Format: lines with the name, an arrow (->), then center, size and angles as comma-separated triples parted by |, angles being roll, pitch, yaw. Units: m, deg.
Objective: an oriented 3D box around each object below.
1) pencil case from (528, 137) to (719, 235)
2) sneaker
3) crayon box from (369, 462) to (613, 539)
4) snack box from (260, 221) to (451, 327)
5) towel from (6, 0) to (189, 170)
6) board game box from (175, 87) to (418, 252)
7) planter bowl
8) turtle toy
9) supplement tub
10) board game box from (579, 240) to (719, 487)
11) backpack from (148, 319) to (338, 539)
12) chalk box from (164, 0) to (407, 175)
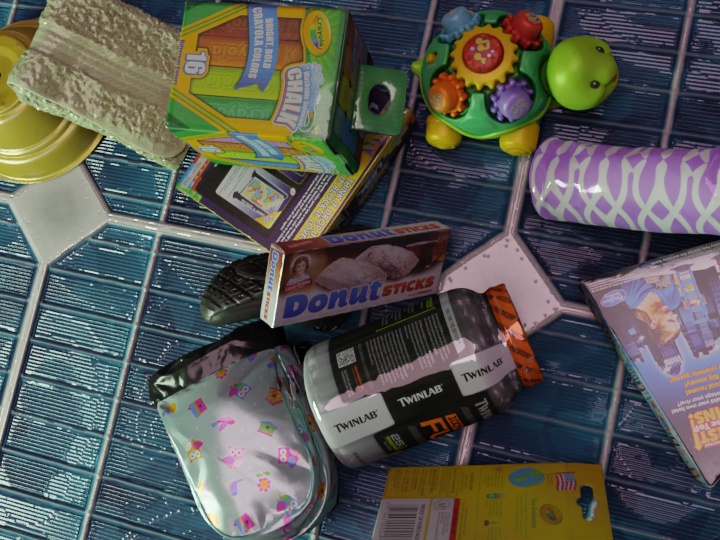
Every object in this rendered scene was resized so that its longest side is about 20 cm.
pencil case -> 0.252, -0.080, 0.793 | 0.200, 0.084, 0.086 | 9, 58, 35
sneaker -> -0.053, 0.024, 0.837 | 0.200, 0.091, 0.076 | -17, 30, -25
crayon box -> 0.116, 0.224, 0.779 | 0.200, 0.127, 0.051 | -4, 109, 13
snack box -> 0.000, 0.000, 0.809 | 0.024, 0.200, 0.072 | 34, 122, 41
towel -> -0.253, -0.211, 0.943 | 0.200, 0.036, 0.148 | 25, 84, -14
board game box -> -0.065, -0.119, 0.915 | 0.165, 0.057, 0.200 | 35, 90, 14
planter bowl -> -0.383, -0.204, 0.986 | 0.200, 0.083, 0.201 | -2, 80, 12
turtle toy -> 0.145, -0.191, 0.854 | 0.200, 0.101, 0.146 | 7, 83, 14
supplement tub -> 0.058, 0.093, 0.818 | 0.200, 0.123, 0.123 | -23, 77, 9
board game box -> 0.322, 0.078, 0.784 | 0.200, 0.062, 0.200 | -17, 78, 9
backpack -> -0.106, 0.164, 0.840 | 0.167, 0.127, 0.200 | -28, 74, 7
chalk box -> -0.059, -0.166, 0.828 | 0.200, 0.124, 0.125 | 5, 83, 13
